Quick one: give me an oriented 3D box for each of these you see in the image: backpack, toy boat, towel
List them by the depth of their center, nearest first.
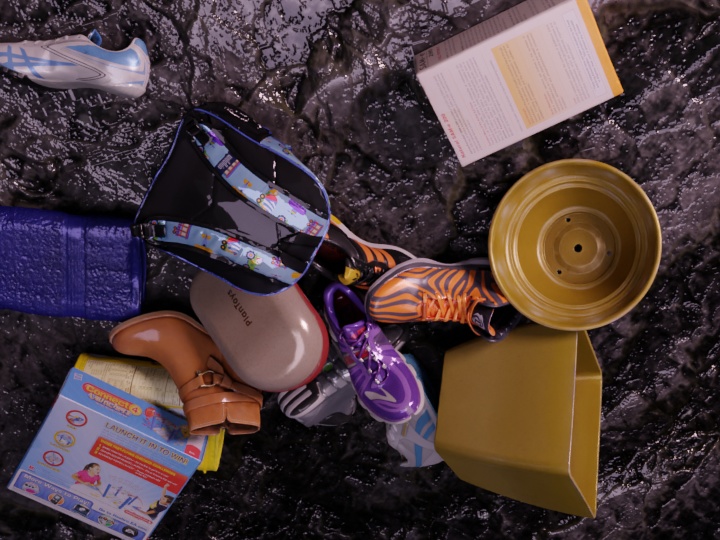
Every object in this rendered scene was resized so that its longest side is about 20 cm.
[{"bbox_3d":[-0.132,-0.078,1.178,0.199,0.135,0.183,28,106,-3],"label":"backpack"},{"bbox_3d":[-0.113,0.057,1.292,0.130,0.131,0.200,-42,70,18],"label":"toy boat"},{"bbox_3d":[-0.370,-0.010,1.298,0.199,0.050,0.148,5,116,-5],"label":"towel"}]

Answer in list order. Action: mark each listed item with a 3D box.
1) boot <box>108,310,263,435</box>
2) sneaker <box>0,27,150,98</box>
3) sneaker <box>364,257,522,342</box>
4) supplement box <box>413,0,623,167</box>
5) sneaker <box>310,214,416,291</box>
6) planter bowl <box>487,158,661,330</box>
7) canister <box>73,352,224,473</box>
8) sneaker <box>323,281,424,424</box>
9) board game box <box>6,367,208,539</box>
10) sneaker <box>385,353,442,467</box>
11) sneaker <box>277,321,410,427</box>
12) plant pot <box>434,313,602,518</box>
[{"bbox_3d":[-0.218,0.133,1.299,0.199,0.155,0.074,-2,151,-7],"label":"boot"},{"bbox_3d":[-0.334,-0.239,1.161,0.199,0.072,0.073,7,86,4],"label":"sneaker"},{"bbox_3d":[0.111,0.039,1.245,0.199,0.112,0.078,-12,123,-20],"label":"sneaker"},{"bbox_3d":[0.174,-0.220,1.154,0.199,0.074,0.126,-23,117,13],"label":"supplement box"},{"bbox_3d":[0.000,0.000,1.272,0.199,0.090,0.070,28,116,-15],"label":"sneaker"},{"bbox_3d":[0.259,-0.028,1.237,0.199,0.083,0.202,-1,87,17],"label":"planter bowl"},{"bbox_3d":[-0.284,0.188,1.387,0.199,0.087,0.149,8,122,-2],"label":"canister"},{"bbox_3d":[0.004,0.101,1.274,0.080,0.200,0.083,-34,159,0],"label":"sneaker"},{"bbox_3d":[-0.330,0.248,1.345,0.199,0.056,0.196,29,121,-13],"label":"board game box"},{"bbox_3d":[0.068,0.196,1.380,0.080,0.077,0.201,-15,128,6],"label":"sneaker"},{"bbox_3d":[-0.010,0.140,1.376,0.200,0.075,0.116,-34,144,0],"label":"sneaker"},{"bbox_3d":[0.199,0.186,1.299,0.175,0.201,0.200,-2,152,21],"label":"plant pot"}]
